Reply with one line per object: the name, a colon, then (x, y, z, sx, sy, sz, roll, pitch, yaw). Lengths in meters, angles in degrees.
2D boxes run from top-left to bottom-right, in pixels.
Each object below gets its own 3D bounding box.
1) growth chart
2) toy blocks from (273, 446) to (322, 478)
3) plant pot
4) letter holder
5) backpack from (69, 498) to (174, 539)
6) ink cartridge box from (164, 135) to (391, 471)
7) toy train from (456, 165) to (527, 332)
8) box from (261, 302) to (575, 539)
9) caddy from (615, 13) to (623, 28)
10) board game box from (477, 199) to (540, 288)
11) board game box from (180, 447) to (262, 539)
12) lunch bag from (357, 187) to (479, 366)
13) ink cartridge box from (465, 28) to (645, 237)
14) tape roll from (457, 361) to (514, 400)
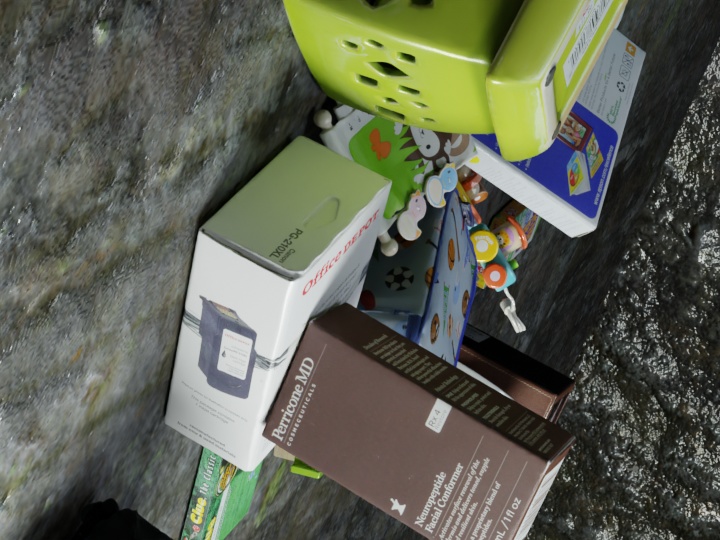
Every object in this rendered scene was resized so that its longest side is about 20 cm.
growth chart: (0.041, -0.120, 1.314, 0.145, 0.018, 0.200, 54, 54, -24)
toy blocks: (-0.018, 0.078, 1.433, 0.200, 0.099, 0.138, -33, 133, -70)
plant pot: (0.081, -0.199, 1.154, 0.201, 0.180, 0.199, -61, 165, -9)
letter holder: (0.108, 0.143, 1.818, 0.143, 0.199, 0.100, -66, 166, 13)
backpack: (-0.194, 0.287, 1.149, 0.200, 0.134, 0.184, -40, 153, -51)
ink cartridge box: (-0.062, 0.024, 1.234, 0.145, 0.084, 0.201, -48, 160, -46)
toy train: (0.119, -0.044, 1.607, 0.055, 0.201, 0.150, -32, 141, 4)
box: (0.040, 0.117, 1.190, 0.075, 0.199, 0.101, -22, 138, -65)
caddy: (0.207, -0.268, 1.621, 0.141, 0.104, 0.201, -48, 159, -48)
board game box: (0.198, -0.055, 2.143, 0.200, 0.030, 0.096, -45, 157, -58)
board game box: (-0.108, 0.158, 1.438, 0.105, 0.023, 0.202, -47, 158, -55)
lunch bag: (0.050, 0.031, 1.401, 0.161, 0.075, 0.201, 70, 30, -49)
ink cartridge box: (0.145, -0.161, 1.442, 0.047, 0.199, 0.199, -25, -142, 55)
tape roll: (0.077, 0.119, 1.669, 0.037, 0.201, 0.203, -59, 165, -11)
